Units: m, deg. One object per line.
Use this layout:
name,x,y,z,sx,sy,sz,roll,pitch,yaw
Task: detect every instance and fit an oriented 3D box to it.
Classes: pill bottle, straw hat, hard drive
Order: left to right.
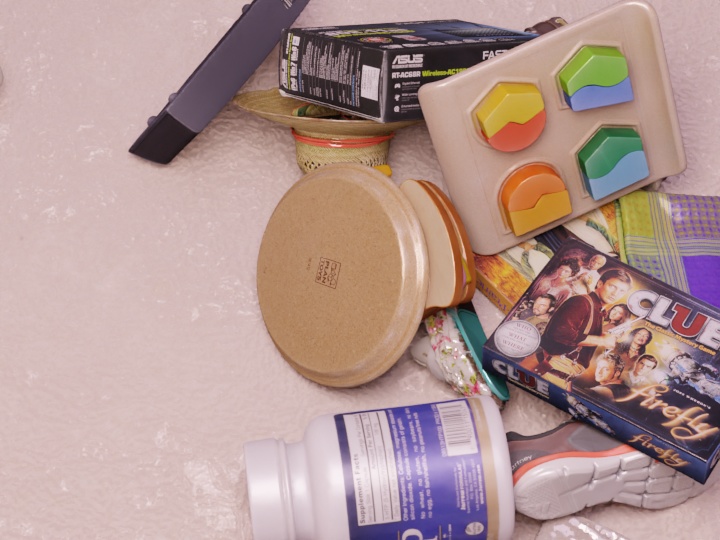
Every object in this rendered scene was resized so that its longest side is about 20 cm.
hard drive,-0.118,-0.181,1.563,0.042,0.135,0.200,41,64,-9
straw hat,-0.015,-0.106,1.537,0.201,0.201,0.085,3,105,1
pill bottle,0.013,0.167,1.385,0.200,0.120,0.120,-6,63,-4

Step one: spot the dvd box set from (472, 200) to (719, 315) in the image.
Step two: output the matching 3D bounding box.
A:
dvd box set,0.199,0.014,1.516,0.146,0.029,0.200,-36,68,-19

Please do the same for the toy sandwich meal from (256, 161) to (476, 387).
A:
toy sandwich meal,0.000,0.000,1.466,0.070,0.205,0.205,3,51,-50

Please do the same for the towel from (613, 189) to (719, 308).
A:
towel,0.319,-0.010,1.512,0.200,0.023,0.144,3,55,-10

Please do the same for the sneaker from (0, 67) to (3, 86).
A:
sneaker,-0.421,-0.189,1.586,0.200,0.077,0.111,32,60,19

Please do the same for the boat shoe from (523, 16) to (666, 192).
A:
boat shoe,0.214,-0.152,1.583,0.060,0.072,0.200,-34,62,-14

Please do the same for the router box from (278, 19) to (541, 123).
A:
router box,0.053,-0.173,1.511,0.200,0.062,0.150,-8,17,-35

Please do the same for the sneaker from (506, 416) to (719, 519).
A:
sneaker,0.203,0.141,1.420,0.200,0.077,0.082,-2,41,-21

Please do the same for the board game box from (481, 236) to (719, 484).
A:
board game box,0.216,0.067,1.406,0.200,0.035,0.136,27,58,22

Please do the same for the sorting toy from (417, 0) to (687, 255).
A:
sorting toy,0.163,-0.110,1.451,0.200,0.185,0.036,-21,40,-1

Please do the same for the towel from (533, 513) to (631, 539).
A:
towel,0.165,0.290,1.371,0.132,0.034,0.200,25,64,14

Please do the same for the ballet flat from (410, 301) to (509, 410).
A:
ballet flat,0.065,0.042,1.490,0.064,0.076,0.200,-31,58,18
